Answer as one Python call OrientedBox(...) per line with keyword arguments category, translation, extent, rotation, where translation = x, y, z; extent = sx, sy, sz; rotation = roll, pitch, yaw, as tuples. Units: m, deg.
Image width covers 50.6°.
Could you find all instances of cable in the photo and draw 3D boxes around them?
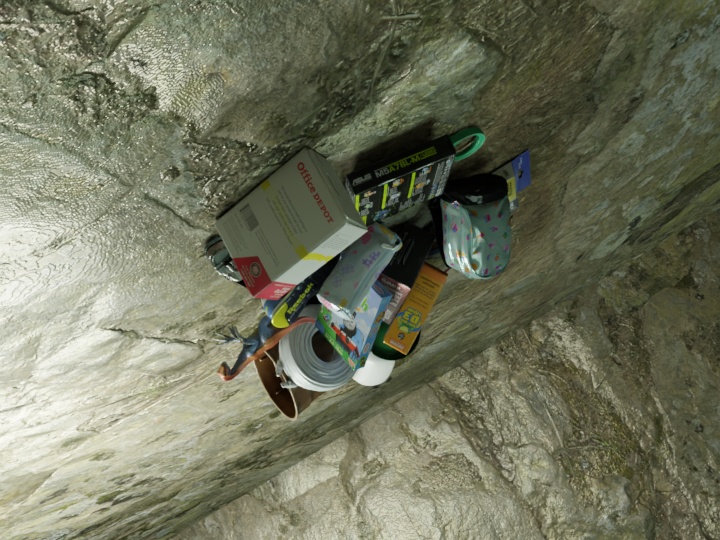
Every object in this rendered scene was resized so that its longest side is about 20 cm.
OrientedBox(category="cable", translation=(-0.090, 0.172, 1.729), extent=(0.198, 0.203, 0.069), rotation=(10, 161, -27))

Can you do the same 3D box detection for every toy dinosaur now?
OrientedBox(category="toy dinosaur", translation=(-0.215, 0.152, 1.569), extent=(0.105, 0.198, 0.184), rotation=(93, 15, -79))

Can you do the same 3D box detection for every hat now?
OrientedBox(category="hat", translation=(0.098, 0.088, 1.740), extent=(0.164, 0.202, 0.176), rotation=(17, 154, -14))

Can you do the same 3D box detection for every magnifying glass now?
OrientedBox(category="magnifying glass", translation=(0.144, -0.216, 1.379), extent=(0.198, 0.023, 0.080), rotation=(-17, 157, -28))

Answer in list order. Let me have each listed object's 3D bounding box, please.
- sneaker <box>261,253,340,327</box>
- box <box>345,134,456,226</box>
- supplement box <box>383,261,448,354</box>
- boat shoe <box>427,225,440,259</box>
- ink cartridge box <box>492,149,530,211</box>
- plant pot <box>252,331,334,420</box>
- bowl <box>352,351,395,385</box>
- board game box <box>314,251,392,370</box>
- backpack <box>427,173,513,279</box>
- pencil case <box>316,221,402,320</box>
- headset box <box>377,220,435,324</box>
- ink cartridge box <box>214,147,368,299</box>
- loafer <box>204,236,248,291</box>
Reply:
OrientedBox(category="sneaker", translation=(-0.123, 0.015, 1.506), extent=(0.200, 0.082, 0.074), rotation=(-47, 139, -4))
OrientedBox(category="box", translation=(0.066, -0.150, 1.348), extent=(0.191, 0.048, 0.200), rotation=(-21, 166, -6))
OrientedBox(category="supplement box", translation=(0.123, 0.084, 1.698), extent=(0.202, 0.066, 0.069), rotation=(-63, 179, 9))
OrientedBox(category="boat shoe", translation=(0.182, -0.067, 1.710), extent=(0.199, 0.073, 0.072), rotation=(-12, 179, 40))
OrientedBox(category="ink cartridge box", translation=(0.302, -0.164, 1.702), extent=(0.199, 0.047, 0.198), rotation=(-29, 159, 5))
OrientedBox(category="plant pot", translation=(-0.130, 0.221, 1.835), extent=(0.197, 0.201, 0.201), rotation=(-30, 162, -25))
OrientedBox(category="bowl", translation=(0.000, 0.185, 1.888), extent=(0.074, 0.201, 0.200), rotation=(-20, 159, -21))
OrientedBox(category="board game box", translation=(-0.018, 0.086, 1.607), extent=(0.036, 0.151, 0.202), rotation=(-12, 135, -40))
OrientedBox(category="backpack", translation=(0.231, -0.084, 1.548), extent=(0.165, 0.126, 0.202), rotation=(-12, 112, -23))
OrientedBox(category="pencil case", translation=(0.000, 0.000, 1.497), extent=(0.201, 0.090, 0.083), rotation=(-53, 143, -12))
OrientedBox(category="headset box", translation=(0.084, 0.003, 1.646), extent=(0.150, 0.077, 0.201), rotation=(-63, 177, -30))
OrientedBox(category="ink cartridge box", translation=(-0.108, -0.069, 1.193), extent=(0.199, 0.146, 0.083), rotation=(-36, 160, 18))
OrientedBox(category="loafer", translation=(-0.206, -0.005, 1.334), extent=(0.071, 0.063, 0.200), rotation=(-31, 161, 5))
